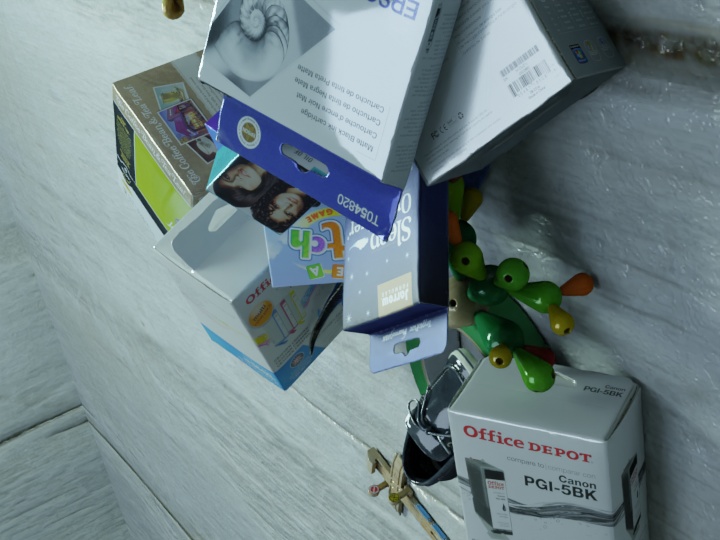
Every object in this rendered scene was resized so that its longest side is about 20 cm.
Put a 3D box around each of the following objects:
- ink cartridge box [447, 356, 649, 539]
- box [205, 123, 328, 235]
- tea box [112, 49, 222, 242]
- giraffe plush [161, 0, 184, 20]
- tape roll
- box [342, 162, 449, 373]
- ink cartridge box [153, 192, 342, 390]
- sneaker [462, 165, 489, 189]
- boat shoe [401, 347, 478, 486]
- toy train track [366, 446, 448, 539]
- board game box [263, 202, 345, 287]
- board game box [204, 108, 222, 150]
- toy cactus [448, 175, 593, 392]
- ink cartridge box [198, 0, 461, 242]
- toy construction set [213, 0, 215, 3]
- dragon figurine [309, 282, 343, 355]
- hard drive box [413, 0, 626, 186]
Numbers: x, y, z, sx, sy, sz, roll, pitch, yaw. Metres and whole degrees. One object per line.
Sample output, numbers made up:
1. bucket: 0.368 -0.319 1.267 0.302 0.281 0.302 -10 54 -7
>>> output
1. ink cartridge box: 0.163 0.185 1.064 0.147 0.083 0.200 8 125 30
2. box: -0.040 -0.114 1.021 0.082 0.049 0.200 31 134 -20
3. tea box: -0.200 -0.122 1.524 0.200 0.133 0.197 53 154 25
4. giraffe plush: -0.178 -0.340 1.275 0.200 0.173 0.162 43 171 21
5. tape roll: 0.118 0.105 1.189 0.200 0.048 0.201 46 150 36
6. box: 0.028 -0.024 0.998 0.121 0.032 0.200 -24 62 57
7. ink cartridge box: -0.107 0.003 1.283 0.125 0.129 0.200 32 160 33
8. sneaker: 0.067 -0.129 1.052 0.078 0.070 0.200 51 146 35
9. boat shoe: 0.080 0.146 1.172 0.075 0.062 0.200 55 153 26
10. toy train track: 0.060 0.299 1.517 0.200 0.032 0.115 48 151 32
11. board game box: -0.018 -0.087 1.122 0.037 0.151 0.200 -81 -15 -66
12. board game box: -0.075 -0.079 1.316 0.134 0.045 0.200 34 161 31
13. toy cactus: 0.105 0.010 1.044 0.200 0.102 0.165 56 157 3
14. ink cartridge box: -0.035 -0.147 0.919 0.199 0.041 0.200 31 118 31
15. toy construction set: -0.058 -0.205 1.144 0.092 0.131 0.200 -78 -35 -63
16. dragon figurine: 0.000 0.000 1.222 0.059 0.200 0.099 58 -167 21
17. hard drive box: 0.072 -0.188 0.902 0.156 0.077 0.200 -34 82 43
